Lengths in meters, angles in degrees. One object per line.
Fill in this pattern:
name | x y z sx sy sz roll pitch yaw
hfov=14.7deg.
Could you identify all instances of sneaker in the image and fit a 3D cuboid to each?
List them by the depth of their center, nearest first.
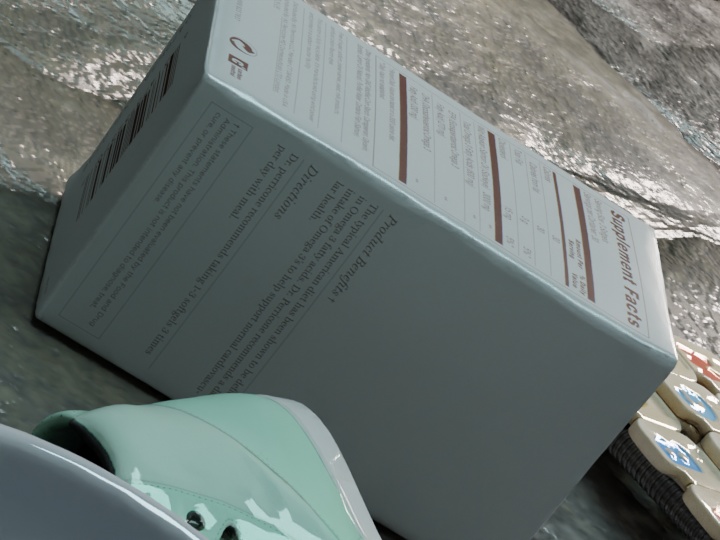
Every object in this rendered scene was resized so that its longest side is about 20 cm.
sneaker | -0.029 0.118 0.808 0.118 0.074 0.201 4 40 -45

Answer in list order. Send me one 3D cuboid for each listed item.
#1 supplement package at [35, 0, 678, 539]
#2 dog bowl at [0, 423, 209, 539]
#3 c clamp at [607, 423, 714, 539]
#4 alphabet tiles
supplement package | 0.000 0.000 1.016 0.200 0.117 0.117 32 22 -14
dog bowl | -0.088 0.128 0.682 0.200 0.079 0.200 31 23 -15
c clamp | 0.146 0.103 1.165 0.200 0.027 0.171 46 18 24
alphabet tiles | 0.178 0.093 1.189 0.195 0.015 0.200 21 25 -48
